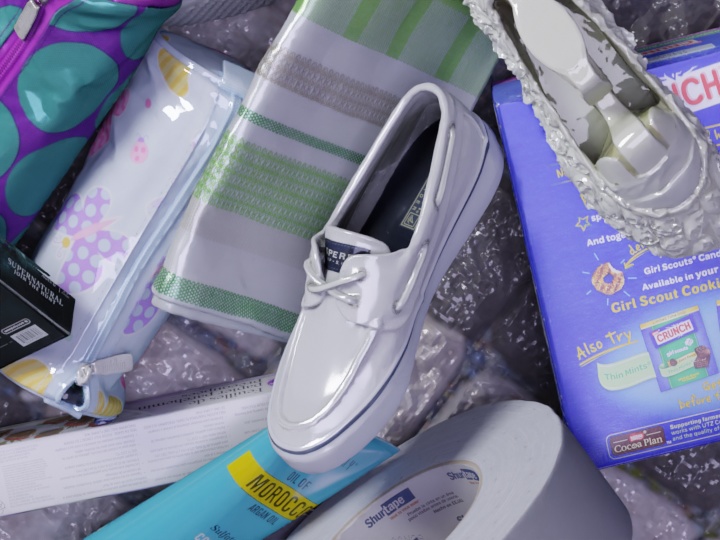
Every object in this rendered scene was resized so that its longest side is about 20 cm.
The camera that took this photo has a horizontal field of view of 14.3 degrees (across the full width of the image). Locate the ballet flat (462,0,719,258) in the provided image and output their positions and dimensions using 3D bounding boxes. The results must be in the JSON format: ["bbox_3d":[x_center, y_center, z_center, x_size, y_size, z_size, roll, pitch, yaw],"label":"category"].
[{"bbox_3d":[0.114,-0.081,1.396,0.072,0.072,0.200,-39,97,5],"label":"ballet flat"}]

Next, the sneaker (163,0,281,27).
[{"bbox_3d":[-0.034,-0.206,1.443,0.200,0.073,0.115,-27,83,8],"label":"sneaker"}]

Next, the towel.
[{"bbox_3d":[-0.010,-0.054,1.443,0.149,0.031,0.200,17,105,-49],"label":"towel"}]

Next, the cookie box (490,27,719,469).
[{"bbox_3d":[0.170,-0.017,1.481,0.171,0.075,0.201,-13,102,0],"label":"cookie box"}]

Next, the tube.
[{"bbox_3d":[-0.080,0.129,1.487,0.200,0.077,0.051,-33,59,17],"label":"tube"}]

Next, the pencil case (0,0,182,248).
[{"bbox_3d":[-0.174,-0.081,1.418,0.085,0.092,0.200,44,113,19],"label":"pencil case"}]

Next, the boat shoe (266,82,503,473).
[{"bbox_3d":[0.000,0.000,1.412,0.065,0.073,0.200,43,65,-50],"label":"boat shoe"}]

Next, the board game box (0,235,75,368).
[{"bbox_3d":[-0.259,0.024,1.415,0.200,0.028,0.135,-25,133,29],"label":"board game box"}]

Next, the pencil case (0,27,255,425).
[{"bbox_3d":[-0.115,-0.023,1.455,0.083,0.091,0.200,28,98,-9],"label":"pencil case"}]

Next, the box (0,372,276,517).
[{"bbox_3d":[-0.120,0.092,1.504,0.199,0.039,0.042,-12,103,-1],"label":"box"}]

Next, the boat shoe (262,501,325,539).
[{"bbox_3d":[-0.040,0.215,1.522,0.072,0.063,0.201,7,99,-2],"label":"boat shoe"}]

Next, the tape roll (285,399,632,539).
[{"bbox_3d":[0.035,0.153,1.425,0.200,0.200,0.066,-35,106,4],"label":"tape roll"}]
